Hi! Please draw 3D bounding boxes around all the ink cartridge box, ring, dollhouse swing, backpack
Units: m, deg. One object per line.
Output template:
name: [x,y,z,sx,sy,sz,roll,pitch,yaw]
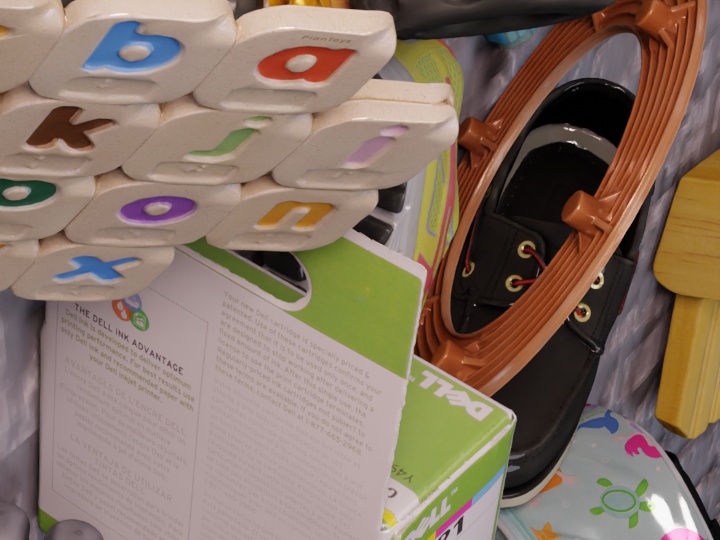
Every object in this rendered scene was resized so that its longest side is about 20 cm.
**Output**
ink cartridge box: [-0.026,0.031,0.812,0.076,0.148,0.200,-37,147,-41]
ring: [0.063,-0.036,0.936,0.200,0.019,0.200,-53,-163,24]
dollhouse swing: [0.266,0.001,1.327,0.200,0.182,0.176,-32,123,-46]
backpack: [0.082,0.144,1.047,0.150,0.178,0.200,-24,-174,-19]

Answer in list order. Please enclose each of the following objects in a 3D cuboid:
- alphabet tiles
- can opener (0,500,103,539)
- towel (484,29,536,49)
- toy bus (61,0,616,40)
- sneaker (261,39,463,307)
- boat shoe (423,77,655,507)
alphabet tiles: [-0.082,-0.029,0.626,0.200,0.015,0.196,2,161,-24]
can opener: [-0.132,0.163,0.894,0.067,0.053,0.200,-83,-171,-64]
towel: [0.073,-0.185,0.919,0.147,0.022,0.200,-54,154,-16]
toy bus: [-0.019,-0.122,0.675,0.192,0.200,0.136,177,-94,-86]
sneaker: [0.000,0.000,0.920,0.090,0.078,0.200,-42,155,-53]
boat shoe: [0.070,0.004,1.002,0.063,0.074,0.201,112,0,-51]
